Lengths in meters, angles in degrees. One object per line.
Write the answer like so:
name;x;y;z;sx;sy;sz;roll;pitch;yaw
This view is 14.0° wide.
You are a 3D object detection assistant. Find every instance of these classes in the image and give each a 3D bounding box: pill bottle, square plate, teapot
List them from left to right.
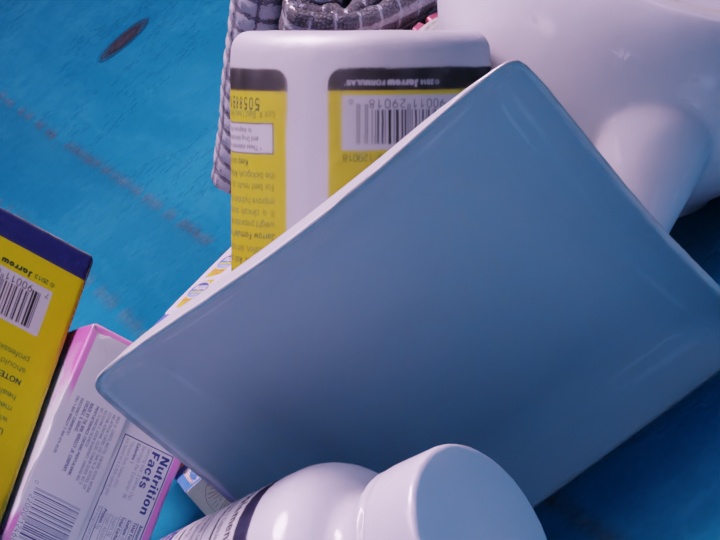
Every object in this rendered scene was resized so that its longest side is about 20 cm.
pill bottle;-0.027;0.139;1.103;0.199;0.111;0.111;-28;21;34
pill bottle;0.000;0.000;1.230;0.111;0.201;0.111;1;4;0
square plate;0.027;0.028;1.128;0.200;0.198;0.029;-37;42;10
teapot;0.114;-0.091;1.314;0.200;0.197;0.147;-21;-42;-48

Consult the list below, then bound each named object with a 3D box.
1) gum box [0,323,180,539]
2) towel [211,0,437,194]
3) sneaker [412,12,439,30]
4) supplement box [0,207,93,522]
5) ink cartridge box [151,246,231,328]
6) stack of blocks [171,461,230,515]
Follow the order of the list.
gum box;-0.148;0.122;1.348;0.113;0.066;0.201;-15;50;64
towel;0.024;-0.118;1.476;0.199;0.086;0.166;-30;-33;-29
sneaker;0.034;-0.062;1.375;0.200;0.074;0.081;-34;-30;-55
supplement box;-0.216;0.069;1.324;0.109;0.109;0.201;-31;36;54
ink cartridge box;-0.029;-0.010;1.589;0.200;0.042;0.119;-44;18;-21
stack of blocks;-0.043;0.062;1.407;0.115;0.059;0.200;-42;18;-3
